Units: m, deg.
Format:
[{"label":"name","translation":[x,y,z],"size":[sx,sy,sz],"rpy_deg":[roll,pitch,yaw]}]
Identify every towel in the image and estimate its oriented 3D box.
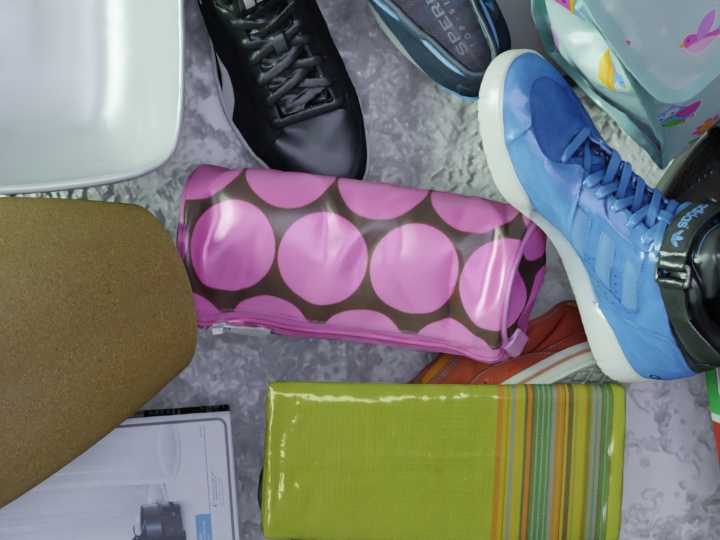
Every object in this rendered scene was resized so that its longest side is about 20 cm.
[{"label":"towel","translation":[0.046,0.102,1.403],"size":[0.198,0.018,0.087],"rpy_deg":[1,96,-12]}]

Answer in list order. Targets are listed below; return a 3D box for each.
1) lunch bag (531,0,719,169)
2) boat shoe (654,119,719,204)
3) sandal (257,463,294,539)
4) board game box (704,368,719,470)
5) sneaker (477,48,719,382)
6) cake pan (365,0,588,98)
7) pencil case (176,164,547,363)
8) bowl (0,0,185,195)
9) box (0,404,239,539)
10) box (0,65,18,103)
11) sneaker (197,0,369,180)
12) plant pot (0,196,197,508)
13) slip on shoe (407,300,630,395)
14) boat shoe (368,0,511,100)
[{"label":"lunch bag","translation":[0.174,-0.164,1.338],"size":[0.170,0.200,0.122],"rpy_deg":[-42,71,-3]},{"label":"boat shoe","translation":[0.215,-0.062,1.458],"size":[0.072,0.060,0.202],"rpy_deg":[39,89,-4]},{"label":"sandal","translation":[0.026,0.160,1.448],"size":[0.076,0.043,0.200],"rpy_deg":[-35,110,17]},{"label":"board game box","translation":[0.268,0.089,1.449],"size":[0.152,0.040,0.202],"rpy_deg":[-11,93,-27]},{"label":"sneaker","translation":[0.145,-0.032,1.354],"size":[0.077,0.111,0.201],"rpy_deg":[-42,114,-40]},{"label":"cake pan","translation":[0.092,-0.191,1.458],"size":[0.198,0.037,0.202],"rpy_deg":[0,92,-3]},{"label":"pencil case","translation":[0.000,0.000,1.415],"size":[0.198,0.091,0.094],"rpy_deg":[5,67,9]},{"label":"bowl","translation":[-0.197,-0.137,1.393],"size":[0.198,0.075,0.201],"rpy_deg":[-2,85,-16]},{"label":"box","translation":[-0.165,0.139,1.439],"size":[0.198,0.060,0.118],"rpy_deg":[-3,91,-3]},{"label":"box","translation":[-0.299,-0.141,1.436],"size":[0.143,0.036,0.201],"rpy_deg":[-34,95,-2]},{"label":"sneaker","translation":[-0.052,-0.128,1.413],"size":[0.073,0.112,0.201],"rpy_deg":[-24,93,-2]},{"label":"plant pot","translation":[-0.190,0.037,1.347],"size":[0.199,0.186,0.188],"rpy_deg":[-18,93,-27]},{"label":"slip on shoe","translation":[0.052,0.077,1.456],"size":[0.199,0.074,0.061],"rpy_deg":[-26,49,7]},{"label":"boat shoe","translation":[0.022,-0.185,1.400],"size":[0.084,0.069,0.200],"rpy_deg":[-42,94,-2]}]
